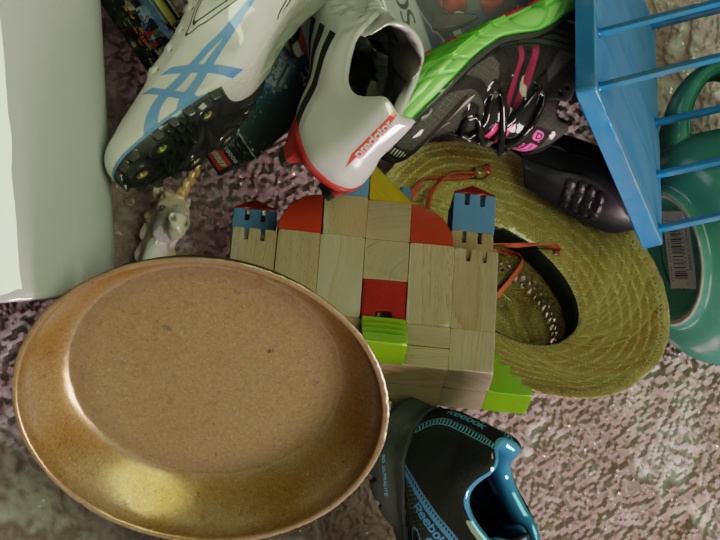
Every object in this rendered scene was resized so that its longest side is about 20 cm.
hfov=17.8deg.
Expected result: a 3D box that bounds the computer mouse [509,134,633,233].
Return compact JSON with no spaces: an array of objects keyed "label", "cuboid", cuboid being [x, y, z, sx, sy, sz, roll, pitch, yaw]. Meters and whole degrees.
[{"label":"computer mouse","cuboid":[0.097,-0.088,1.434,0.200,0.034,0.059,30,45,-3]}]

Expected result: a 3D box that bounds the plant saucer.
[{"label":"plant saucer","cuboid":[-0.084,0.062,1.222,0.200,0.200,0.035,32,33,-21]}]

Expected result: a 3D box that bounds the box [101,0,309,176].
[{"label":"box","cuboid":[-0.055,-0.166,1.365,0.200,0.038,0.137,-44,106,-41]}]

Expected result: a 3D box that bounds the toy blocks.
[{"label":"toy blocks","cuboid":[0.000,0.000,1.295,0.200,0.100,0.137,5,63,-3]}]

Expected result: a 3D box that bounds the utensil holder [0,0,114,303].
[{"label":"utensil holder","cuboid":[-0.216,-0.081,1.239,0.170,0.170,0.200,-5,91,-27]}]

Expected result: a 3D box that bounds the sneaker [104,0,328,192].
[{"label":"sneaker","cuboid":[-0.078,-0.126,1.248,0.072,0.072,0.200,34,74,14]}]

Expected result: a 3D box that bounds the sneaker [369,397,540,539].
[{"label":"sneaker","cuboid":[0.059,0.170,1.276,0.073,0.082,0.200,-36,124,-43]}]

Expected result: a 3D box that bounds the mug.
[{"label":"mug","cuboid":[0.235,-0.026,1.479,0.114,0.152,0.185,-9,47,-26]}]

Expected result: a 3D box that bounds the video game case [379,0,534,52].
[{"label":"video game case","cuboid":[0.071,-0.204,1.440,0.200,0.023,0.183,-19,91,-41]}]

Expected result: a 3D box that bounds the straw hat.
[{"label":"straw hat","cuboid":[0.084,0.020,1.420,0.201,0.085,0.201,16,46,-17]}]

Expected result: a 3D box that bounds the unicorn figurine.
[{"label":"unicorn figurine","cuboid":[-0.107,0.043,1.327,0.074,0.137,0.200,-7,115,9]}]

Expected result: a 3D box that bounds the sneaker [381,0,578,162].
[{"label":"sneaker","cuboid":[0.083,-0.105,1.361,0.200,0.077,0.084,-28,92,-38]}]

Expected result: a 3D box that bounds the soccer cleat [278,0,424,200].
[{"label":"soccer cleat","cuboid":[0.000,-0.126,1.293,0.069,0.085,0.200,35,37,-27]}]

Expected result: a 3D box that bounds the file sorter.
[{"label":"file sorter","cuboid":[0.207,-0.142,1.393,0.139,0.122,0.200,60,26,-42]}]
